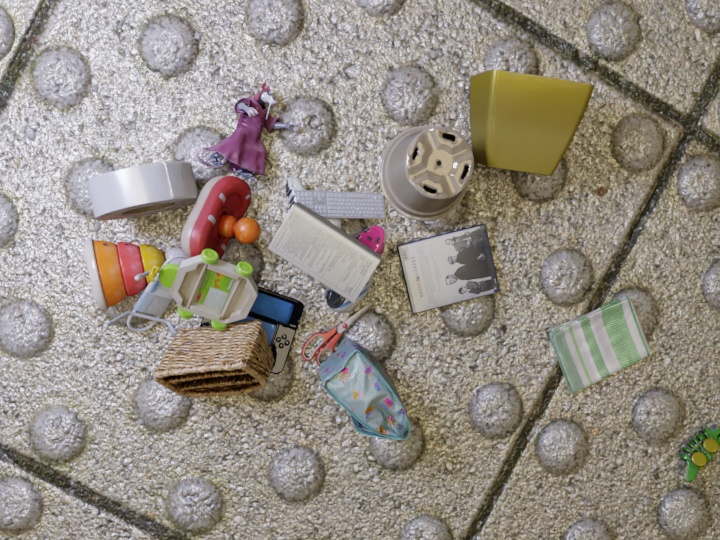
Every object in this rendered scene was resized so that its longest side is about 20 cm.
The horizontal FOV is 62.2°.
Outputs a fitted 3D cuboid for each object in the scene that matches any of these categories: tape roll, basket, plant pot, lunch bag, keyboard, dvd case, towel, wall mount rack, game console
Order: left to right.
[{"bbox_3d":[-0.417,-0.153,1.156,0.199,0.202,0.072,-13,93,-3],"label":"tape roll"},{"bbox_3d":[-0.410,0.059,1.180,0.201,0.173,0.075,-53,53,12],"label":"wall mount rack"},{"bbox_3d":[-0.282,0.203,1.182,0.197,0.150,0.144,-7,120,8],"label":"basket"},{"bbox_3d":[-0.231,0.112,1.222,0.197,0.116,0.178,19,91,-3],"label":"game console"},{"bbox_3d":[-0.039,-0.136,1.235,0.197,0.011,0.057,-1,82,-25],"label":"keyboard"},{"bbox_3d":[0.014,0.250,1.214,0.122,0.170,0.200,-44,99,-3],"label":"lunch bag"},{"bbox_3d":[0.142,-0.205,1.195,0.197,0.183,0.204,0,92,-3],"label":"plant pot"},{"bbox_3d":[0.190,-0.004,1.287,0.197,0.025,0.153,-14,94,-2],"label":"dvd case"},{"bbox_3d":[0.322,-0.293,1.205,0.197,0.200,0.179,7,103,-4],"label":"plant pot"},{"bbox_3d":[0.528,0.162,1.315,0.198,0.023,0.154,-24,95,-2],"label":"towel"}]

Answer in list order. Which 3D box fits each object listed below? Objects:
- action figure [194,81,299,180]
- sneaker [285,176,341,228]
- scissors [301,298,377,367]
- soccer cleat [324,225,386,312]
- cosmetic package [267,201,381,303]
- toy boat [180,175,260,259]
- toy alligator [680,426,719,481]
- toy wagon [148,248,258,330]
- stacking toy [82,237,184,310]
[{"bbox_3d":[-0.227,-0.291,1.231,0.147,0.134,0.203,9,77,38],"label":"action figure"},{"bbox_3d":[-0.090,-0.111,1.249,0.080,0.075,0.202,-32,96,-15],"label":"sneaker"},{"bbox_3d":[-0.047,0.122,1.284,0.073,0.014,0.201,37,91,-3],"label":"scissors"},{"bbox_3d":[0.000,0.000,1.253,0.070,0.086,0.201,37,97,38],"label":"soccer cleat"},{"bbox_3d":[-0.068,-0.037,1.160,0.199,0.073,0.104,33,99,-4],"label":"cosmetic package"},{"bbox_3d":[-0.259,-0.089,1.179,0.129,0.131,0.202,13,63,8],"label":"toy boat"},{"bbox_3d":[0.772,0.378,1.326,0.201,0.059,0.054,-50,54,0],"label":"toy alligator"},{"bbox_3d":[-0.297,0.028,1.128,0.198,0.040,0.156,22,121,-18],"label":"toy wagon"},{"bbox_3d":[-0.450,-0.009,1.218,0.197,0.146,0.148,-13,94,-22],"label":"stacking toy"}]
